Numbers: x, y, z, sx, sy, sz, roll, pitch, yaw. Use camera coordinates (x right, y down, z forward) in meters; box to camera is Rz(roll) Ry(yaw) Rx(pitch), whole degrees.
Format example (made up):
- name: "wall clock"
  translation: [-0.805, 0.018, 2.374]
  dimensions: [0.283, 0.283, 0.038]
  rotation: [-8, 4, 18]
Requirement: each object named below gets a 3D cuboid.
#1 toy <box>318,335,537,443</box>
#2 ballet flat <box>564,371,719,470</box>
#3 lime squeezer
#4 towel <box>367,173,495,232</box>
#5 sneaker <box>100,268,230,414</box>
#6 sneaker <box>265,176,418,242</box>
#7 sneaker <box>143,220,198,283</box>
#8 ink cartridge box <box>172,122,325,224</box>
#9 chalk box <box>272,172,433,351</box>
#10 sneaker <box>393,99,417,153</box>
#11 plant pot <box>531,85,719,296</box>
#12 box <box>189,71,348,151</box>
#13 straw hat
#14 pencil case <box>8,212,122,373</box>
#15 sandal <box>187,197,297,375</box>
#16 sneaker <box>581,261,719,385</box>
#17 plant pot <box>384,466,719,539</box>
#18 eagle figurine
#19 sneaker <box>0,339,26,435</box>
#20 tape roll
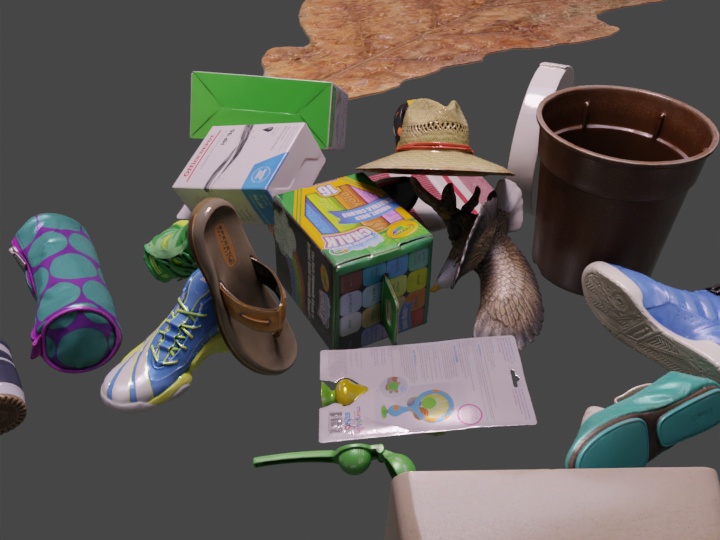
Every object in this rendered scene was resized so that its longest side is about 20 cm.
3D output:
- name: "toy"
  translation: [0.059, 0.123, 0.734]
  dimensions: [0.198, 0.048, 0.116]
  rotation: [-3, 40, 0]
- name: "ballet flat"
  translation: [0.253, 0.147, 0.707]
  dimensions: [0.199, 0.068, 0.070]
  rotation: [-17, 16, -24]
- name: "lime squeezer"
  translation: [0.003, 0.186, 0.667]
  dimensions: [0.199, 0.038, 0.071]
  rotation: [21, 72, 23]
- name: "towel"
  translation: [0.090, -0.098, 1.055]
  dimensions: [0.198, 0.023, 0.144]
  rotation: [-13, 41, -16]
- name: "sneaker"
  translation: [-0.182, 0.055, 0.764]
  dimensions: [0.075, 0.106, 0.200]
  rotation: [25, 42, 29]
- name: "sneaker"
  translation: [-0.029, -0.090, 0.982]
  dimensions: [0.200, 0.068, 0.108]
  rotation: [-28, 45, -18]
- name: "sneaker"
  translation: [-0.196, -0.016, 0.854]
  dimensions: [0.083, 0.074, 0.200]
  rotation: [-40, 15, -23]
- name: "ink cartridge box"
  translation: [-0.159, -0.125, 0.971]
  dimensions: [0.198, 0.068, 0.117]
  rotation: [4, 54, 33]
- name: "chalk box"
  translation: [0.000, 0.000, 0.833]
  dimensions: [0.123, 0.126, 0.200]
  rotation: [-18, 42, -24]
- name: "sneaker"
  translation: [0.087, -0.233, 1.175]
  dimensions: [0.069, 0.091, 0.201]
  rotation: [3, 37, 1]
- name: "plant pot"
  translation: [0.294, -0.089, 0.901]
  dimensions: [0.198, 0.200, 0.201]
  rotation: [1, 37, -1]
- name: "box"
  translation: [-0.127, -0.232, 1.105]
  dimensions: [0.198, 0.098, 0.176]
  rotation: [5, 8, 5]
- name: "straw hat"
  translation: [0.086, -0.156, 0.881]
  dimensions: [0.199, 0.086, 0.201]
  rotation: [3, 5, 0]
- name: "pencil case"
  translation: [-0.324, 0.021, 0.822]
  dimensions: [0.092, 0.086, 0.200]
  rotation: [-2, 33, -32]
- name: "sandal"
  translation: [-0.105, 0.021, 0.739]
  dimensions: [0.054, 0.201, 0.080]
  rotation: [-1, 30, 33]
- name: "sneaker"
  translation: [0.346, 0.043, 0.824]
  dimensions: [0.111, 0.077, 0.200]
  rotation: [-29, 50, -26]
- name: "plant pot"
  translation: [0.116, 0.250, 0.460]
  dimensions: [0.198, 0.201, 0.178]
  rotation: [0, 49, -3]
- name: "eagle figurine"
  translation: [0.138, -0.017, 0.865]
  dimensions: [0.150, 0.152, 0.200]
  rotation: [7, 23, -19]
- name: "sneaker"
  translation: [-0.422, 0.115, 0.702]
  dimensions: [0.198, 0.071, 0.109]
  rotation: [-8, 42, -24]
- name: "tape roll"
  translation: [0.242, -0.175, 1.010]
  dimensions: [0.037, 0.204, 0.203]
  rotation: [15, 38, 21]
